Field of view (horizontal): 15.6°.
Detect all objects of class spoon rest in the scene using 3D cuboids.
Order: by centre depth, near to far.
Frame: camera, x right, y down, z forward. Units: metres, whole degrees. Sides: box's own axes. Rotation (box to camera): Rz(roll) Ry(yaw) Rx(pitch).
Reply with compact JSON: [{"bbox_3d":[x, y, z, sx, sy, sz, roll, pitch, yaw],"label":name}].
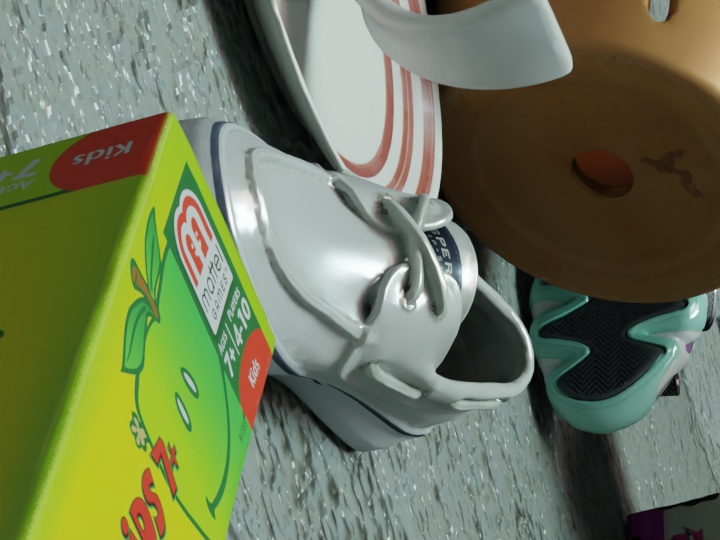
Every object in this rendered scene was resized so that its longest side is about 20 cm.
[{"bbox_3d":[0.013,-0.134,0.879,0.099,0.061,0.200,61,8,-47],"label":"spoon rest"}]

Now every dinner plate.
[{"bbox_3d":[-0.014,-0.107,0.878,0.200,0.024,0.200,-15,90,-75],"label":"dinner plate"}]

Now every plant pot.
[{"bbox_3d":[0.109,-0.083,1.023,0.200,0.200,0.140,64,36,-38],"label":"plant pot"}]

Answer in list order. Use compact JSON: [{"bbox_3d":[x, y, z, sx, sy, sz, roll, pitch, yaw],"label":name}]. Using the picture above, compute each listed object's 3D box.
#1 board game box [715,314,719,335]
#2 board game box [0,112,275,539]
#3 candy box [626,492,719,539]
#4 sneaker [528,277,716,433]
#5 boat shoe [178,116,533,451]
[{"bbox_3d":[0.247,0.106,1.121,0.199,0.041,0.200,-5,-80,62],"label":"board game box"},{"bbox_3d":[-0.078,0.057,0.350,0.200,0.101,0.048,-79,151,-58],"label":"board game box"},{"bbox_3d":[0.188,0.208,1.250,0.200,0.061,0.137,55,25,-55],"label":"candy box"},{"bbox_3d":[0.127,0.021,1.175,0.140,0.078,0.200,75,24,-46],"label":"sneaker"},{"bbox_3d":[0.000,0.000,0.751,0.200,0.065,0.074,35,43,-68],"label":"boat shoe"}]
